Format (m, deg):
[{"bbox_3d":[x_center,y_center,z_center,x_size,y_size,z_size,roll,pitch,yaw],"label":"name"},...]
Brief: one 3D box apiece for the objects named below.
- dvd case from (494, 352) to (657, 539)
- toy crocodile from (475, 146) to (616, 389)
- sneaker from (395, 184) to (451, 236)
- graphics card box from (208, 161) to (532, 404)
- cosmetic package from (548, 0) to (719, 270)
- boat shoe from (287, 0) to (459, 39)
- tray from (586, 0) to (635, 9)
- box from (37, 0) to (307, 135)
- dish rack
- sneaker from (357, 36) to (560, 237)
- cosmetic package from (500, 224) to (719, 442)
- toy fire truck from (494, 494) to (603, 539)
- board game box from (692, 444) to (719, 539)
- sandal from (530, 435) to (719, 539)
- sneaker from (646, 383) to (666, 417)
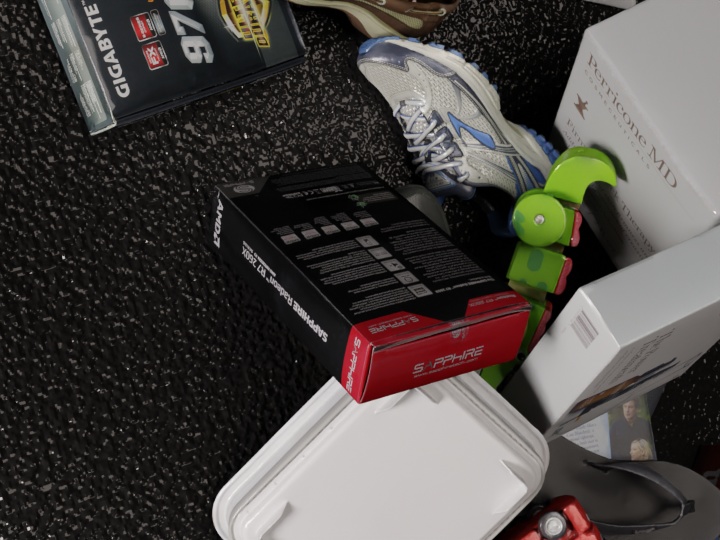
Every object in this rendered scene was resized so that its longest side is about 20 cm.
[{"bbox_3d":[0.165,0.158,0.973,0.142,0.018,0.201,-9,89,-14],"label":"dvd case"},{"bbox_3d":[0.127,0.003,0.913,0.062,0.068,0.201,20,98,5],"label":"toy crocodile"},{"bbox_3d":[0.053,0.035,0.897,0.074,0.085,0.201,-2,86,-25],"label":"sneaker"},{"bbox_3d":[0.000,0.000,0.813,0.125,0.200,0.051,-13,130,-32],"label":"graphics card box"},{"bbox_3d":[0.259,-0.099,0.928,0.166,0.200,0.168,-26,71,-11],"label":"cosmetic package"},{"bbox_3d":[-0.004,-0.220,0.867,0.202,0.075,0.075,13,67,-49],"label":"boat shoe"},{"bbox_3d":[0.161,-0.286,1.043,0.200,0.022,0.108,3,84,-32],"label":"tray"},{"bbox_3d":[-0.140,-0.209,0.830,0.159,0.046,0.200,-24,98,-33],"label":"box"},{"bbox_3d":[0.020,0.153,0.836,0.200,0.044,0.172,-45,112,6],"label":"dish rack"},{"bbox_3d":[0.071,-0.096,0.935,0.200,0.077,0.085,37,71,-23],"label":"sneaker"},{"bbox_3d":[0.192,0.046,0.868,0.151,0.200,0.052,-25,70,-21],"label":"cosmetic package"},{"bbox_3d":[0.108,0.271,0.897,0.200,0.049,0.141,-33,91,-7],"label":"toy fire truck"},{"bbox_3d":[0.289,0.235,1.015,0.019,0.103,0.200,34,68,-22],"label":"board game box"},{"bbox_3d":[0.192,0.172,0.947,0.200,0.043,0.076,17,83,-13],"label":"sandal"},{"bbox_3d":[0.245,0.041,1.019,0.074,0.087,0.201,24,72,-27],"label":"sneaker"}]
